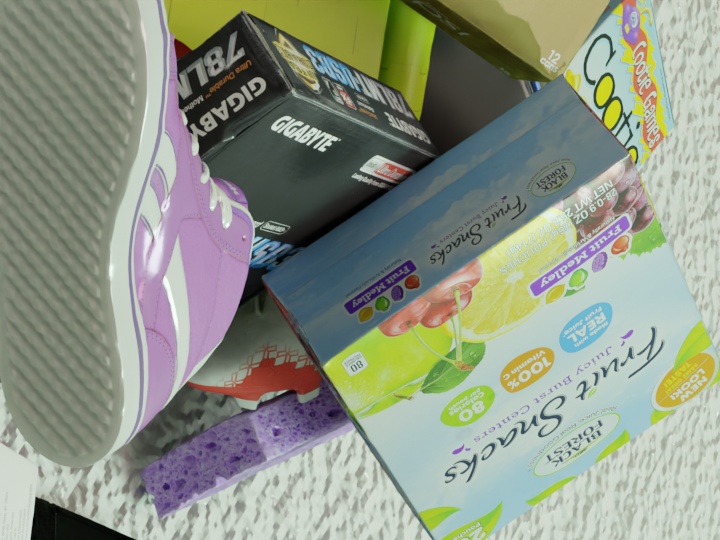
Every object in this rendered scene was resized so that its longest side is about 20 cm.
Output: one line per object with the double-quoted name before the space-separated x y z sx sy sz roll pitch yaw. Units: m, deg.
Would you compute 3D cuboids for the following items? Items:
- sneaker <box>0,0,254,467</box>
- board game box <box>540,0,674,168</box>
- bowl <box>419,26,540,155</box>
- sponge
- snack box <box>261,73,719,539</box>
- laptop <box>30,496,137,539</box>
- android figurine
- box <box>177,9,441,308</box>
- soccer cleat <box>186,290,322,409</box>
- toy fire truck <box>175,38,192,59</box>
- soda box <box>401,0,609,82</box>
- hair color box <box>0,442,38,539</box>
"sneaker" -0.083 -0.040 1.084 0.114 0.073 0.201 -36 138 -53
"board game box" 0.075 -0.073 1.630 0.200 0.105 0.103 -47 135 -38
"bowl" 0.000 -0.062 1.474 0.200 0.039 0.201 -3 102 -16
"sponge" -0.007 0.065 1.509 0.200 0.112 0.030 -23 84 -39
"snack box" 0.068 0.027 1.393 0.169 0.068 0.200 -35 144 -2
"laptop" -0.132 0.223 1.410 0.200 0.103 0.177 27 42 -33
"android figurine" -0.053 -0.102 1.408 0.182 0.041 0.200 6 96 -18
"box" -0.081 -0.021 1.292 0.050 0.198 0.200 59 13 15
"soccer cleat" 0.000 0.000 1.423 0.200 0.069 0.085 -19 127 -15
"toy fire truck" -0.168 -0.062 1.291 0.168 0.112 0.200 -53 146 5
"soda box" 0.020 -0.165 1.368 0.200 0.068 0.064 33 86 -17
"hair color box" -0.219 0.101 1.252 0.200 0.065 0.109 42 46 -53
